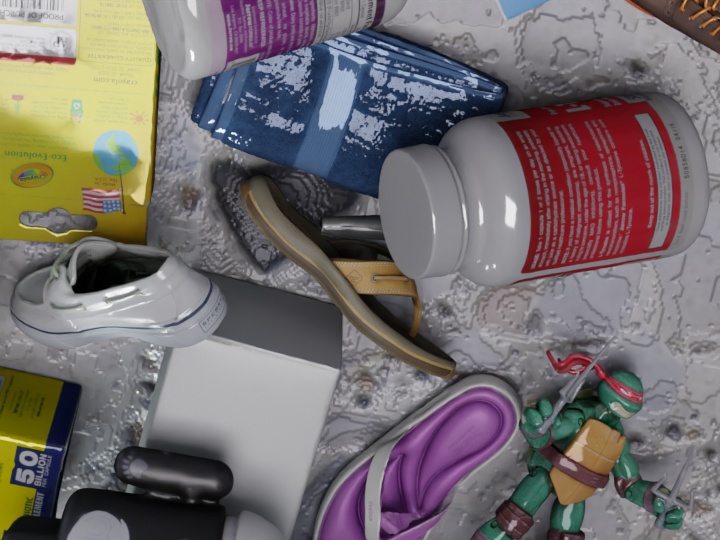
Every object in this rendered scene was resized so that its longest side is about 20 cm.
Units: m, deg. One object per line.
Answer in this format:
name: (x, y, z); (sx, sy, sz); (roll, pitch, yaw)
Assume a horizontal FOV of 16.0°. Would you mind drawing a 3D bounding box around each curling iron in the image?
curling iron: (0.069, -0.021, 1.734); (0.199, 0.026, 0.050); (3, 137, -19)

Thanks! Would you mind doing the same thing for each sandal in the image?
sandal: (0.000, 0.000, 1.750); (0.054, 0.080, 0.200); (-43, 100, 6)
sandal: (0.034, 0.154, 1.817); (0.082, 0.050, 0.203); (35, 108, -11)

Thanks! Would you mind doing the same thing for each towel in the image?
towel: (-0.007, -0.110, 1.719); (0.199, 0.049, 0.112); (19, 110, -7)

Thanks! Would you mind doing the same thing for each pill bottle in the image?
pill bottle: (-0.036, -0.201, 1.633); (0.199, 0.112, 0.113); (-19, 111, -16)
pill bottle: (0.118, -0.051, 1.673); (0.199, 0.112, 0.113); (-9, 113, -23)

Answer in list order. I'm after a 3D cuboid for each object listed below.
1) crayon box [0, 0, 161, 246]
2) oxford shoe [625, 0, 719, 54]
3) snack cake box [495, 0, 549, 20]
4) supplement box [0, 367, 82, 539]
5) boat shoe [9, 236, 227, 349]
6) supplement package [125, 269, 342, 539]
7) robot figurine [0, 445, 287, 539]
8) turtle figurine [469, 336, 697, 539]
crayon box: (-0.198, -0.119, 1.714); (0.126, 0.051, 0.201); (5, 110, -3)
oxford shoe: (0.235, -0.180, 1.680); (0.199, 0.073, 0.071); (25, 109, -9)
snack cake box: (0.122, -0.234, 1.592); (0.115, 0.200, 0.067); (-23, 110, 8)
supplement box: (-0.305, 0.128, 1.775); (0.199, 0.110, 0.109); (12, 110, -4)
boat shoe: (-0.172, 0.006, 1.707); (0.199, 0.074, 0.067); (-2, 134, 42)
supplement package: (-0.093, 0.120, 1.769); (0.117, 0.117, 0.201); (15, 111, -5)
robot figurine: (-0.138, 0.209, 1.678); (0.199, 0.125, 0.151); (7, 134, -1)
turtle figurine: (0.156, 0.140, 1.784); (0.149, 0.101, 0.200); (27, 103, -16)
